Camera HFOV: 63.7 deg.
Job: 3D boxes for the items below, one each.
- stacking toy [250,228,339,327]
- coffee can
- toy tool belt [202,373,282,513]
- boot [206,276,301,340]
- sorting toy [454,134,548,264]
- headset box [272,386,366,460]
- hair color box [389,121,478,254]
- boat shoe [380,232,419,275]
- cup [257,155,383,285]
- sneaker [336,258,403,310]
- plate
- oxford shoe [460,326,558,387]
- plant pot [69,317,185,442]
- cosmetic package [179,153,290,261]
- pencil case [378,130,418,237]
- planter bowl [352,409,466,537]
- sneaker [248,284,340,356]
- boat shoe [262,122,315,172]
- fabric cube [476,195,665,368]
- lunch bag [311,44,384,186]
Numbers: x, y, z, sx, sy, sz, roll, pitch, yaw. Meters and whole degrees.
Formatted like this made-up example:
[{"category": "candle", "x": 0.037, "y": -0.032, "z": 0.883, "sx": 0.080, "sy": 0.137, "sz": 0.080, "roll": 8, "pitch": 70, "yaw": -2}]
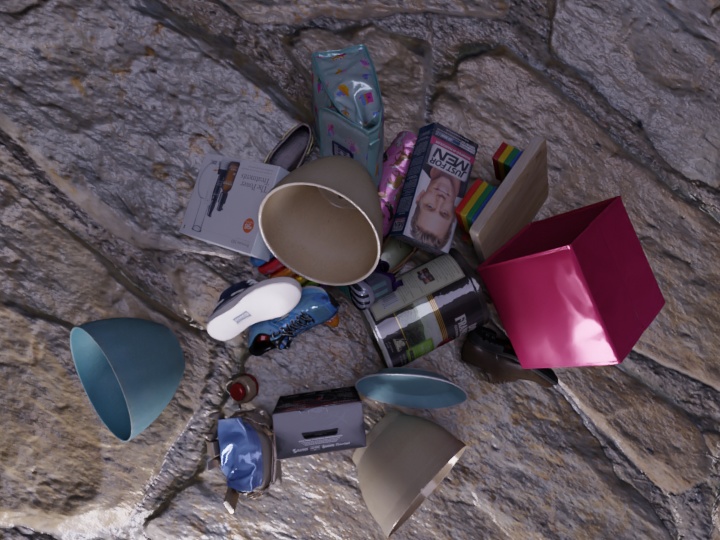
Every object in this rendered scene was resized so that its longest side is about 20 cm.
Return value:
[{"category": "stacking toy", "x": -0.101, "y": 0.023, "z": 1.047, "sx": 0.109, "sy": 0.116, "sz": 0.202, "roll": -34, "pitch": 104, "yaw": 0}, {"category": "coffee can", "x": 0.106, "y": 0.070, "z": 1.027, "sx": 0.197, "sy": 0.146, "sz": 0.149, "roll": -26, "pitch": 89, "yaw": -5}, {"category": "toy tool belt", "x": -0.207, "y": 0.289, "z": 0.986, "sx": 0.123, "sy": 0.122, "sz": 0.205, "roll": -14, "pitch": 89, "yaw": 29}, {"category": "boot", "x": -0.180, "y": 0.041, "z": 0.996, "sx": 0.197, "sy": 0.091, "sz": 0.073, "roll": -25, "pitch": 124, "yaw": 22}, {"category": "sorting toy", "x": 0.250, "y": -0.116, "z": 1.034, "sx": 0.069, "sy": 0.199, "sz": 0.202, "roll": 32, "pitch": 81, "yaw": 28}, {"category": "headset box", "x": -0.069, "y": 0.254, "z": 0.976, "sx": 0.145, "sy": 0.200, "sz": 0.077, "roll": -7, "pitch": 87, "yaw": -5}, {"category": "hair color box", "x": 0.129, "y": -0.141, "z": 1.012, "sx": 0.098, "sy": 0.060, "sz": 0.205, "roll": 19, "pitch": 84, "yaw": -23}, {"category": "boat shoe", "x": 0.089, "y": -0.062, "z": 1.067, "sx": 0.075, "sy": 0.074, "sz": 0.202, "roll": 36, "pitch": 85, "yaw": -2}, {"category": "cup", "x": -0.044, "y": -0.098, "z": 0.920, "sx": 0.197, "sy": 0.202, "sz": 0.145, "roll": 26, "pitch": 48, "yaw": -3}, {"category": "sneaker", "x": 0.000, "y": 0.000, "z": 1.016, "sx": 0.086, "sy": 0.200, "sz": 0.076, "roll": -19, "pitch": 124, "yaw": -16}, {"category": "plate", "x": 0.088, "y": 0.200, "z": 1.003, "sx": 0.195, "sy": 0.201, "sz": 0.026, "roll": 9, "pitch": 63, "yaw": -4}, {"category": "oxford shoe", "x": 0.276, "y": 0.177, "z": 1.083, "sx": 0.197, "sy": 0.073, "sz": 0.086, "roll": 25, "pitch": 110, "yaw": -6}, {"category": "plant pot", "x": -0.378, "y": 0.161, "z": 0.979, "sx": 0.134, "sy": 0.199, "sz": 0.203, "roll": -27, "pitch": 89, "yaw": -41}, {"category": "cosmetic package", "x": -0.216, "y": -0.113, "z": 1.004, "sx": 0.197, "sy": 0.051, "sz": 0.154, "roll": 15, "pitch": 87, "yaw": 36}, {"category": "pencil case", "x": 0.057, "y": -0.156, "z": 1.067, "sx": 0.082, "sy": 0.086, "sz": 0.202, "roll": 37, "pitch": 84, "yaw": -34}, {"category": "planter bowl", "x": 0.069, "y": 0.331, "z": 1.002, "sx": 0.134, "sy": 0.201, "sz": 0.201, "roll": 40, "pitch": 84, "yaw": 23}, {"category": "sneaker", "x": -0.116, "y": 0.098, "z": 0.997, "sx": 0.198, "sy": 0.091, "sz": 0.078, "roll": -28, "pitch": 122, "yaw": 29}, {"category": "boat shoe", "x": -0.150, "y": -0.183, "z": 1.062, "sx": 0.071, "sy": 0.060, "sz": 0.202, "roll": 35, "pitch": 85, "yaw": -2}, {"category": "fabric cube", "x": 0.355, "y": 0.024, "z": 0.982, "sx": 0.199, "sy": 0.195, "sz": 0.202, "roll": -33, "pitch": 99, "yaw": -35}, {"category": "lunch bag", "x": -0.016, "y": -0.246, "z": 0.985, "sx": 0.119, "sy": 0.172, "sz": 0.203, "roll": -12, "pitch": 59, "yaw": -11}]
